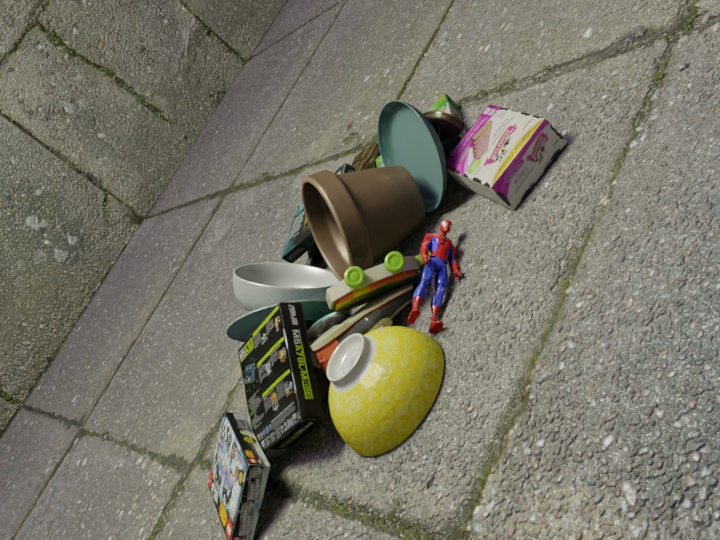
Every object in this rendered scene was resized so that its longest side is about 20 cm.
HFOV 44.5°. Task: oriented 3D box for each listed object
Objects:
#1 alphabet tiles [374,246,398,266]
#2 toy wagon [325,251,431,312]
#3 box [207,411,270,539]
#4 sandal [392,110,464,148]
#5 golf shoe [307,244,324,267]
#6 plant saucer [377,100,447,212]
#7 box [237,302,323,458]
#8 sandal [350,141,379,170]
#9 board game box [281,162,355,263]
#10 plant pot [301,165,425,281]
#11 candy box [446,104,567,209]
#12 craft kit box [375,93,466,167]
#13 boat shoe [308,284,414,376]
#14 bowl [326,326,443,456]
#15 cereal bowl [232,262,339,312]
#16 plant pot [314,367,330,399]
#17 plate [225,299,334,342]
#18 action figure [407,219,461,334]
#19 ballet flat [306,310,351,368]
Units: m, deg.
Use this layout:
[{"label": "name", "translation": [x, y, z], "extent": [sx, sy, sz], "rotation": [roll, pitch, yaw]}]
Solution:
[{"label": "alphabet tiles", "translation": [0.000, 0.000, 1.627], "extent": [0.199, 0.008, 0.169], "rotation": [-33, 31, 36]}, {"label": "toy wagon", "translation": [0.039, 0.011, 1.421], "extent": [0.197, 0.040, 0.155], "rotation": [-20, -11, -9]}, {"label": "box", "translation": [-0.200, 0.333, 1.424], "extent": [0.200, 0.039, 0.139], "rotation": [-144, 65, -66]}, {"label": "sandal", "translation": [0.112, -0.230, 1.563], "extent": [0.199, 0.081, 0.056], "rotation": [-16, 61, 54]}, {"label": "golf shoe", "translation": [-0.035, -0.076, 1.722], "extent": [0.200, 0.072, 0.093], "rotation": [-43, 29, 41]}, {"label": "plant saucer", "translation": [0.093, -0.200, 1.526], "extent": [0.027, 0.203, 0.199], "rotation": [-24, 15, -23]}, {"label": "box", "translation": [-0.132, 0.179, 1.411], "extent": [0.200, 0.047, 0.196], "rotation": [-47, 49, 51]}, {"label": "sandal", "translation": [0.000, -0.202, 1.855], "extent": [0.080, 0.054, 0.201], "rotation": [-19, 25, 41]}, {"label": "board game box", "translation": [-0.084, -0.111, 1.735], "extent": [0.199, 0.028, 0.137], "rotation": [-35, 33, 51]}, {"label": "plant pot", "translation": [0.014, -0.098, 1.523], "extent": [0.172, 0.203, 0.200], "rotation": [-23, 20, -14]}, {"label": "candy box", "translation": [0.226, -0.188, 1.419], "extent": [0.137, 0.061, 0.200], "rotation": [-52, 25, 1]}, {"label": "craft kit box", "translation": [0.115, -0.221, 1.682], "extent": [0.200, 0.048, 0.199], "rotation": [-41, 29, 22]}, {"label": "boat shoe", "translation": [0.012, 0.092, 1.391], "extent": [0.199, 0.063, 0.071], "rotation": [-34, 5, -19]}, {"label": "bowl", "translation": [0.014, 0.154, 1.273], "extent": [0.200, 0.107, 0.202], "rotation": [-40, 28, 26]}, {"label": "cereal bowl", "translation": [-0.136, 0.047, 1.602], "extent": [0.200, 0.197, 0.085], "rotation": [-143, 57, -65]}, {"label": "plant pot", "translation": [-0.112, 0.189, 1.544], "extent": [0.200, 0.027, 0.201], "rotation": [-41, 27, 25]}, {"label": "plate", "translation": [-0.132, 0.098, 1.515], "extent": [0.199, 0.198, 0.026], "rotation": [-30, 64, 39]}, {"label": "action figure", "translation": [0.118, -0.001, 1.356], "extent": [0.052, 0.065, 0.202], "rotation": [123, 166, -49]}, {"label": "ballet flat", "translation": [-0.081, 0.140, 1.464], "extent": [0.199, 0.067, 0.069], "rotation": [-35, 42, 36]}]
